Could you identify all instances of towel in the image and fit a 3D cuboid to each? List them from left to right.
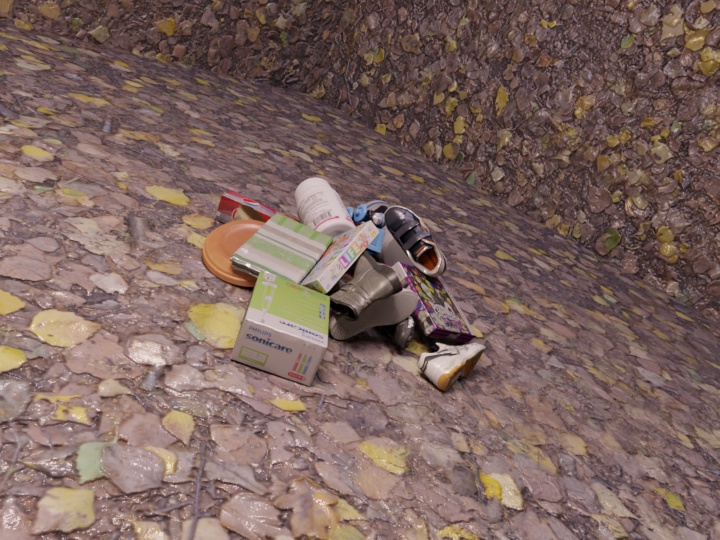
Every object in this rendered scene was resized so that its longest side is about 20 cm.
[{"bbox_3d":[-0.159,-0.038,1.344,0.148,0.031,0.200,25,39,9],"label":"towel"}]

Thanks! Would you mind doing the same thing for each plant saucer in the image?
[{"bbox_3d":[-0.235,-0.046,1.374,0.198,0.038,0.201,8,41,-7],"label":"plant saucer"}]

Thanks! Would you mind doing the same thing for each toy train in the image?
[{"bbox_3d":[-0.017,-0.091,1.584,0.086,0.115,0.199,22,-16,-31],"label":"toy train"}]

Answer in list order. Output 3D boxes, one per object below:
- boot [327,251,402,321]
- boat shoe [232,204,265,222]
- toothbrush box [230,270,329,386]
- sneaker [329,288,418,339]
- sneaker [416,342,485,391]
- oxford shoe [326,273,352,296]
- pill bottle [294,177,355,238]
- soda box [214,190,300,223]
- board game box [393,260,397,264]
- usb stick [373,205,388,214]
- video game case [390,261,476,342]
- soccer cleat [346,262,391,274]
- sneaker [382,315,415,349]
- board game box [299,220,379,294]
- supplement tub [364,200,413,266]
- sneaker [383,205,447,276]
[{"bbox_3d":[-0.016,0.029,1.281,0.130,0.068,0.200,-30,23,-17],"label":"boot"},{"bbox_3d":[-0.236,-0.071,1.499,0.072,0.065,0.200,9,32,-53],"label":"boat shoe"},{"bbox_3d":[-0.136,0.097,1.154,0.144,0.087,0.200,21,20,-10],"label":"toothbrush box"},{"bbox_3d":[0.012,0.066,1.332,0.199,0.073,0.114,-15,26,-17],"label":"sneaker"},{"bbox_3d":[0.187,0.175,1.328,0.087,0.076,0.199,33,22,25],"label":"sneaker"},{"bbox_3d":[-0.081,0.028,1.412,0.198,0.071,0.075,18,28,-10],"label":"oxford shoe"},{"bbox_3d":[-0.086,-0.126,1.525,0.112,0.114,0.201,11,34,-30],"label":"pill bottle"},{"bbox_3d":[-0.252,-0.124,1.597,0.198,0.071,0.063,24,19,2],"label":"soda box"},{"bbox_3d":[0.152,0.038,1.591,0.158,0.039,0.200,43,16,-16],"label":"board game box"},{"bbox_3d":[0.005,-0.105,1.714,0.200,0.033,0.055,-38,51,-19],"label":"usb stick"},{"bbox_3d":[0.166,0.075,1.468,0.199,0.036,0.182,17,39,-53],"label":"video game case"},{"bbox_3d":[0.000,0.000,1.590,0.198,0.069,0.073,12,6,-28],"label":"soccer cleat"},{"bbox_3d":[0.062,0.106,1.386,0.090,0.067,0.200,14,20,-8],"label":"sneaker"},{"bbox_3d":[-0.061,-0.016,1.337,0.034,0.134,0.200,52,52,-15],"label":"board game box"},{"bbox_3d":[0.075,-0.099,1.803,0.131,0.133,0.200,9,26,-34],"label":"supplement tub"},{"bbox_3d":[0.126,-0.071,1.493,0.200,0.078,0.079,48,14,6],"label":"sneaker"}]
